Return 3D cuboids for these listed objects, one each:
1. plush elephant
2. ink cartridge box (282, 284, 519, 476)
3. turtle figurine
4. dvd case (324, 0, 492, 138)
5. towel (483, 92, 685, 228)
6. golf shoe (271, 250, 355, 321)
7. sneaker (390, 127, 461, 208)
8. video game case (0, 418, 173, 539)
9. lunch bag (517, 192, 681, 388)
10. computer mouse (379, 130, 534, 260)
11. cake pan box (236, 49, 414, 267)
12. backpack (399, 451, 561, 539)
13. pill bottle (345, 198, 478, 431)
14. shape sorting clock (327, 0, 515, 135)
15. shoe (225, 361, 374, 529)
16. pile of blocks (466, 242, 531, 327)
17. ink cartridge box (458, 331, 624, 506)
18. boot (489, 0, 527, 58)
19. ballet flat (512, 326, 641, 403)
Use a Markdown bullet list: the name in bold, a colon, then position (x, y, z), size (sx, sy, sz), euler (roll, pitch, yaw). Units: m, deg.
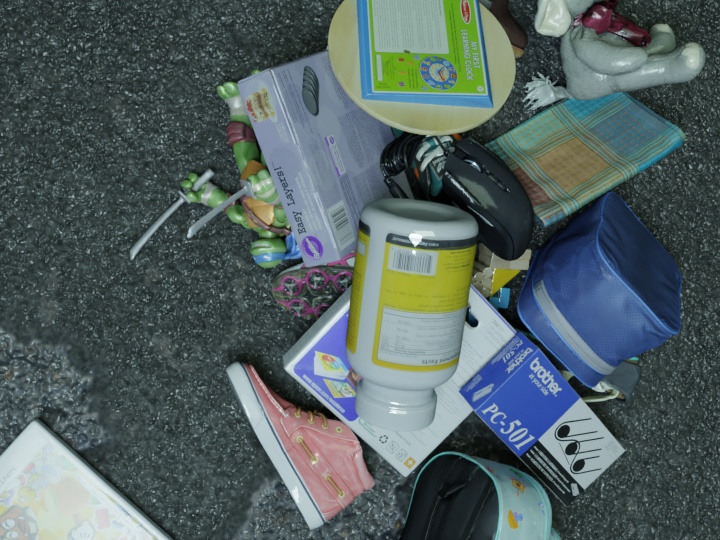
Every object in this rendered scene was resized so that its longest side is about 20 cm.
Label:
- **plush elephant**: position (0.263, -0.282, 0.939), size (0.197, 0.165, 0.157), euler (-12, 112, 19)
- **ink cartridge box**: position (0.052, 0.089, 0.890), size (0.200, 0.043, 0.198), euler (-44, 112, 4)
- **turtle figurine**: position (-0.134, -0.107, 0.870), size (0.197, 0.144, 0.197), euler (3, 81, -13)
- **dvd case**: position (0.037, -0.239, 0.938), size (0.147, 0.016, 0.202), euler (25, 104, -7)
- **towel**: position (0.248, -0.141, 0.959), size (0.198, 0.022, 0.147), euler (-30, 51, -10)
- **golf shoe**: position (0.000, 0.000, 0.930), size (0.197, 0.093, 0.073), euler (-11, 122, 5)
- **sneaker**: position (0.086, -0.129, 0.920), size (0.071, 0.080, 0.202), euler (-28, 105, 4)
- **video game case**: position (-0.326, 0.290, 0.869), size (0.200, 0.023, 0.182), euler (43, 81, -5)
- **lunch bag**: position (0.255, 0.019, 0.916), size (0.136, 0.200, 0.132), euler (47, 122, -4)
- **computer mouse**: position (0.109, -0.078, 0.858), size (0.141, 0.046, 0.201), euler (-46, 108, -31)
- **cake pan box**: position (-0.025, -0.123, 0.865), size (0.184, 0.052, 0.203), euler (-40, 113, -52)
- **backpack**: position (0.121, 0.297, 0.876), size (0.151, 0.175, 0.203), euler (12, 85, -26)
- **pill bottle**: position (0.044, 0.041, 0.790), size (0.110, 0.112, 0.203), euler (4, 106, -10)
- **shape sorting clock**: position (0.064, -0.222, 0.863), size (0.196, 0.039, 0.203), euler (2, 63, -5)
- **shoe**: position (-0.063, 0.171, 0.904), size (0.090, 0.071, 0.202), euler (-30, 97, -12)
- **pile of blocks**: position (0.108, 0.039, 0.950), size (0.199, 0.062, 0.083), euler (-35, 105, -3)
- **ink cartridge box**: position (0.200, 0.165, 0.914), size (0.094, 0.044, 0.200), euler (-44, 120, 1)
- **boot**: position (0.160, -0.363, 0.943), size (0.166, 0.072, 0.200), euler (-43, 87, 22)
- **ballet flat**: position (0.229, 0.113, 0.960), size (0.197, 0.073, 0.074), euler (14, 84, -11)
